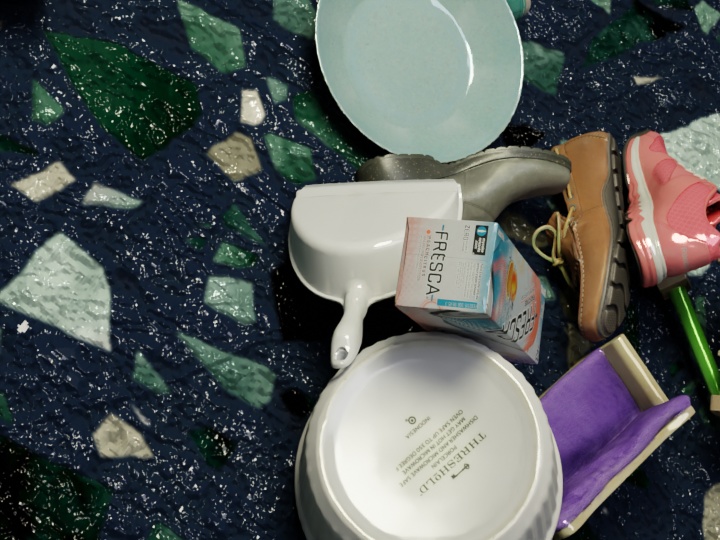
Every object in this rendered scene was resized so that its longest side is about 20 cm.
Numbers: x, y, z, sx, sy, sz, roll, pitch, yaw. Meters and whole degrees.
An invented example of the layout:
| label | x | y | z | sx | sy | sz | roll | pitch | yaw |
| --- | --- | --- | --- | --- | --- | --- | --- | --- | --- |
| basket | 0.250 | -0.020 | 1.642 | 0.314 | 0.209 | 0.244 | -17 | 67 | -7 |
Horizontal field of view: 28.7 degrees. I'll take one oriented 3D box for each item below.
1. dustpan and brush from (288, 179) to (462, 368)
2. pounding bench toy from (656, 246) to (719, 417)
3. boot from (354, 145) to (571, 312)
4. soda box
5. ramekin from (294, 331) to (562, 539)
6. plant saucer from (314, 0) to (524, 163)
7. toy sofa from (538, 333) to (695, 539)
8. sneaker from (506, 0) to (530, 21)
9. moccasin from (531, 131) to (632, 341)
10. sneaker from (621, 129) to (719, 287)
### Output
| label | x | y | z | sx | sy | sz | roll | pitch | yaw |
| --- | --- | --- | --- | --- | --- | --- | --- | --- | --- |
| dustpan and brush | 0.000 | 0.000 | 1.043 | 0.137 | 0.058 | 0.201 | -2 | 27 | 13 |
| pounding bench toy | 0.342 | 0.071 | 1.211 | 0.124 | 0.197 | 0.158 | 26 | 69 | -59 |
| boot | 0.091 | -0.028 | 1.161 | 0.197 | 0.068 | 0.133 | -5 | 75 | -19 |
| soda box | 0.084 | 0.019 | 1.017 | 0.067 | 0.200 | 0.065 | 4 | 79 | 19 |
| ramekin | 0.048 | 0.137 | 0.991 | 0.199 | 0.095 | 0.205 | -1 | 66 | 2 |
| plant saucer | 0.046 | -0.186 | 1.206 | 0.198 | 0.039 | 0.204 | 6 | 76 | -23 |
| toy sofa | 0.167 | 0.135 | 1.107 | 0.199 | 0.097 | 0.083 | -35 | 88 | -35 |
| sneaker | 0.065 | -0.287 | 1.263 | 0.200 | 0.071 | 0.080 | 46 | 66 | -4 |
| moccasin | 0.190 | -0.031 | 1.210 | 0.074 | 0.077 | 0.204 | 53 | 32 | -56 |
| sneaker | 0.278 | -0.057 | 1.232 | 0.201 | 0.085 | 0.074 | -79 | 155 | -52 |
